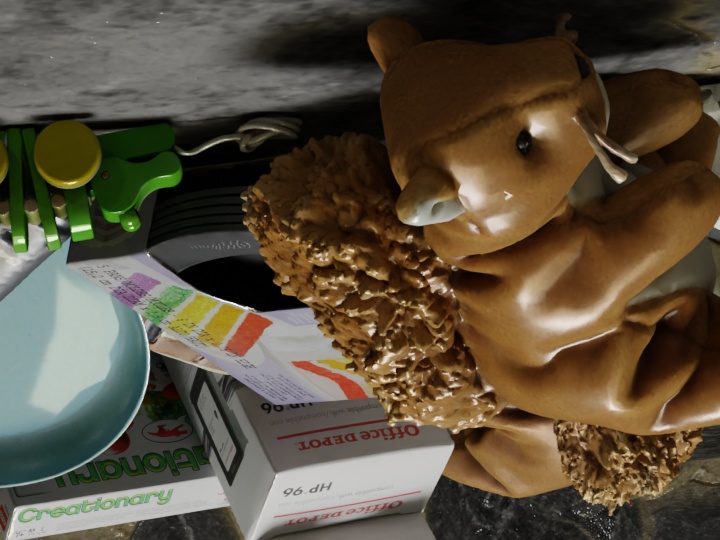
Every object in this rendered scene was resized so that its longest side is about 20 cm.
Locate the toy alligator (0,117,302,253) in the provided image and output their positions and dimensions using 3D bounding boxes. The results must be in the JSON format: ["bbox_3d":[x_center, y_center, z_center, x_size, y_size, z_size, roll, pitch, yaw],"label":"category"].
[{"bbox_3d":[-0.124,-0.037,1.171,0.200,0.054,0.059,-4,171,-4],"label":"toy alligator"}]

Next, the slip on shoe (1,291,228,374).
[{"bbox_3d":[-0.124,-0.003,1.367,0.200,0.061,0.076,18,123,-36],"label":"slip on shoe"}]

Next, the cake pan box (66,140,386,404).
[{"bbox_3d":[-0.017,0.004,1.256,0.184,0.052,0.200,-7,152,30],"label":"cake pan box"}]

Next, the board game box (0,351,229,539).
[{"bbox_3d":[-0.128,0.086,1.489,0.200,0.126,0.035,-7,138,-27],"label":"board game box"}]

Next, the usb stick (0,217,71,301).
[{"bbox_3d":[-0.215,0.016,1.263,0.055,0.033,0.200,39,122,-19],"label":"usb stick"}]

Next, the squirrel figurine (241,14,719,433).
[{"bbox_3d":[0.047,-0.016,1.026,0.200,0.142,0.187,-20,148,24],"label":"squirrel figurine"}]

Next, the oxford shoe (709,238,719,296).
[{"bbox_3d":[0.170,0.006,1.292,0.071,0.074,0.200,19,-179,-29],"label":"oxford shoe"}]

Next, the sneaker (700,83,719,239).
[{"bbox_3d":[0.135,-0.051,1.193,0.200,0.075,0.085,9,173,-20],"label":"sneaker"}]

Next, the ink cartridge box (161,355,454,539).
[{"bbox_3d":[-0.027,0.081,1.455,0.116,0.200,0.068,-8,141,-27],"label":"ink cartridge box"}]

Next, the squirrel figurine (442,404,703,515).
[{"bbox_3d":[0.123,0.066,1.628,0.200,0.142,0.187,26,163,25],"label":"squirrel figurine"}]

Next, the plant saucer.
[{"bbox_3d":[-0.205,0.030,1.311,0.200,0.027,0.200,2,130,3],"label":"plant saucer"}]
